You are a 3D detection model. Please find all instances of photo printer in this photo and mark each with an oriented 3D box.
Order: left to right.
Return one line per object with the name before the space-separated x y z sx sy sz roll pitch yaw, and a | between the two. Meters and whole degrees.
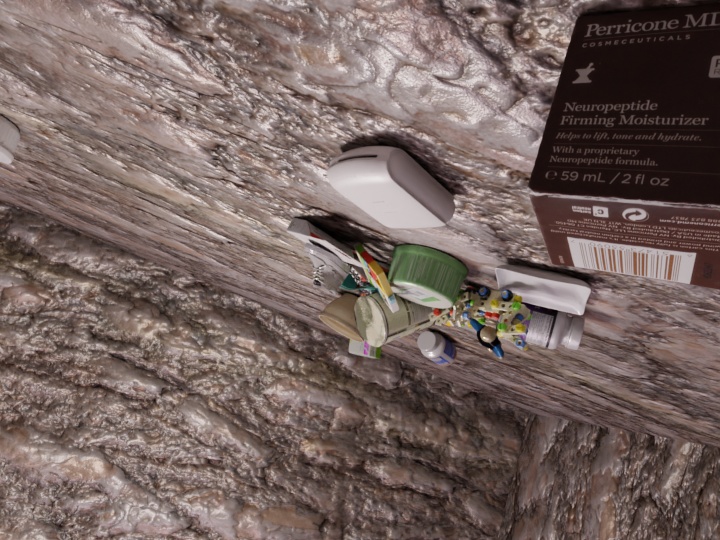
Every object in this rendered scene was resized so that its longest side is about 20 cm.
photo printer | 0.049 -0.147 0.922 0.166 0.070 0.200 4 158 47

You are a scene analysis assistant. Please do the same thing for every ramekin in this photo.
ramekin | -1.052 -0.390 1.437 0.202 0.094 0.202 19 166 5
ramekin | 0.163 0.021 1.316 0.200 0.098 0.200 19 166 5

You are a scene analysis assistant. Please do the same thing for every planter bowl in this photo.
planter bowl | -0.045 0.173 2.032 0.200 0.135 0.200 28 163 9

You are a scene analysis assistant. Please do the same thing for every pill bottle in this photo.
pill bottle | 0.317 0.323 2.172 0.112 0.112 0.200 8 161 37
pill bottle | 0.455 0.134 1.318 0.200 0.112 0.111 15 164 19

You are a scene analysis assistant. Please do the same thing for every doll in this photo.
doll | 0.329 0.172 1.351 0.137 0.048 0.200 51 -175 17

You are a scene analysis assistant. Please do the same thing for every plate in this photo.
plate | 0.414 0.038 1.184 0.200 0.032 0.200 14 163 23

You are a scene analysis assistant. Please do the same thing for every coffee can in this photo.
coffee can | 0.104 0.115 1.460 0.200 0.147 0.146 -16 -174 -32

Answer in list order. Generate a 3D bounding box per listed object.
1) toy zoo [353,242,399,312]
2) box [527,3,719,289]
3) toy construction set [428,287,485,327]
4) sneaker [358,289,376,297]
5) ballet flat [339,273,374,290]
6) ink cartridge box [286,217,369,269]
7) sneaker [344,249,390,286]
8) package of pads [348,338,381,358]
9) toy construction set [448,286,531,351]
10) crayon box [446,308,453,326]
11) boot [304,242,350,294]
toy zoo | 0.046 0.024 1.339 0.200 0.020 0.131 53 169 55
box | 0.276 -0.112 0.496 0.166 0.200 0.164 10 162 32
toy construction set | 0.278 0.105 1.429 0.131 0.092 0.200 -19 162 39
sneaker | 0.063 0.102 1.646 0.200 0.077 0.112 34 139 57
ballet flat | -0.021 0.027 1.571 0.200 0.067 0.070 8 179 -38
ink cartridge box | -0.078 -0.072 1.342 0.161 0.050 0.200 32 170 -36
sneaker | 0.000 0.000 1.485 0.200 0.082 0.077 21 165 -3
package of pads | 0.024 0.250 2.115 0.068 0.200 0.154 12 172 -34
toy construction set | 0.317 0.107 1.239 0.200 0.131 0.092 13 164 33
crayon box | 0.205 0.114 1.674 0.200 0.058 0.119 15 165 17
boot | -0.099 0.002 1.380 0.073 0.096 0.200 22 172 35
